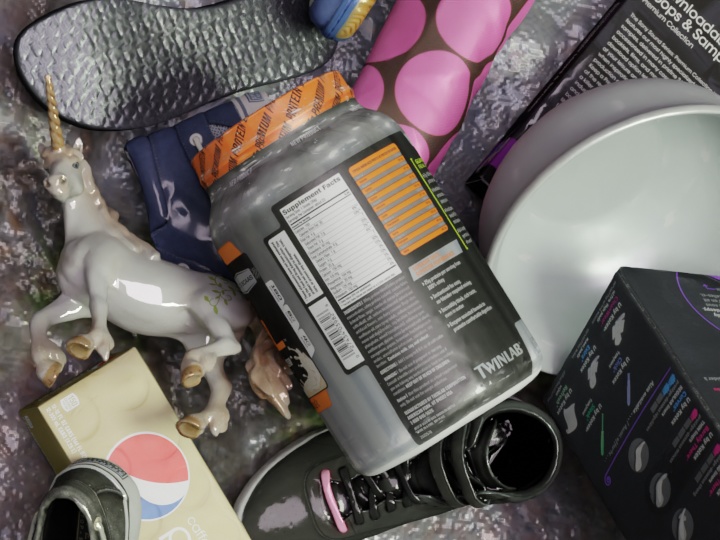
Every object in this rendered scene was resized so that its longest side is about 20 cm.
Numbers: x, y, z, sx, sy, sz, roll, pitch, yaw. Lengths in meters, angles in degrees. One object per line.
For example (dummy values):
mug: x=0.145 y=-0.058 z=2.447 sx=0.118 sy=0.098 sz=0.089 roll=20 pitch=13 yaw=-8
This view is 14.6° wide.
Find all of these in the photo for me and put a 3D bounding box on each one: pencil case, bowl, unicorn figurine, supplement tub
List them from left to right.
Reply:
unicorn figurine: x=-0.126 y=0.009 z=1.543 sx=0.200 sy=0.074 sz=0.137 roll=34 pitch=40 yaw=-20
supplement tub: x=0.000 y=0.000 z=1.524 sx=0.122 sy=0.123 sz=0.200 roll=-31 pitch=87 yaw=-18
pencil case: x=0.050 y=-0.129 z=1.649 sx=0.091 sy=0.094 sz=0.200 roll=23 pitch=74 yaw=32
bowl: x=0.147 y=-0.041 z=1.609 sx=0.201 sy=0.201 sz=0.090 roll=-11 pitch=45 yaw=-18

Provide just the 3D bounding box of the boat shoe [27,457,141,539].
boat shoe: x=-0.161 y=0.203 z=1.529 sx=0.071 sy=0.064 sz=0.200 roll=7 pitch=106 yaw=14

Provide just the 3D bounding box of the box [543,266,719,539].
box: x=0.208 y=0.104 z=1.566 sx=0.122 sy=0.200 sz=0.106 roll=5 pitch=128 yaw=-31

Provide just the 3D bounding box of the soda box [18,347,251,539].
soda box: x=-0.109 y=0.146 z=1.581 sx=0.068 sy=0.064 sz=0.200 roll=-32 pitch=94 yaw=-18

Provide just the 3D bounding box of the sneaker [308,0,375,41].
sneaker: x=-0.013 y=-0.228 z=1.640 sx=0.088 sy=0.075 sz=0.200 roll=21 pitch=64 yaw=-15

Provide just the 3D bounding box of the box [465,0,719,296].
box: x=0.178 y=-0.080 z=1.709 sx=0.143 sy=0.036 sz=0.200 roll=43 pitch=75 yaw=-10

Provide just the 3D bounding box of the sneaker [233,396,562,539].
sneaker: x=0.026 y=0.115 z=1.608 sx=0.200 sy=0.099 sz=0.071 roll=-18 pitch=92 yaw=-17

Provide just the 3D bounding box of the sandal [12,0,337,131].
sandal: x=-0.108 y=-0.123 z=1.625 sx=0.200 sy=0.043 sz=0.076 roll=-9 pitch=95 yaw=-28

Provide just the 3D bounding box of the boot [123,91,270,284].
boot: x=-0.065 y=0.004 z=1.615 sx=0.090 sy=0.073 sz=0.200 roll=-19 pitch=88 yaw=-5
